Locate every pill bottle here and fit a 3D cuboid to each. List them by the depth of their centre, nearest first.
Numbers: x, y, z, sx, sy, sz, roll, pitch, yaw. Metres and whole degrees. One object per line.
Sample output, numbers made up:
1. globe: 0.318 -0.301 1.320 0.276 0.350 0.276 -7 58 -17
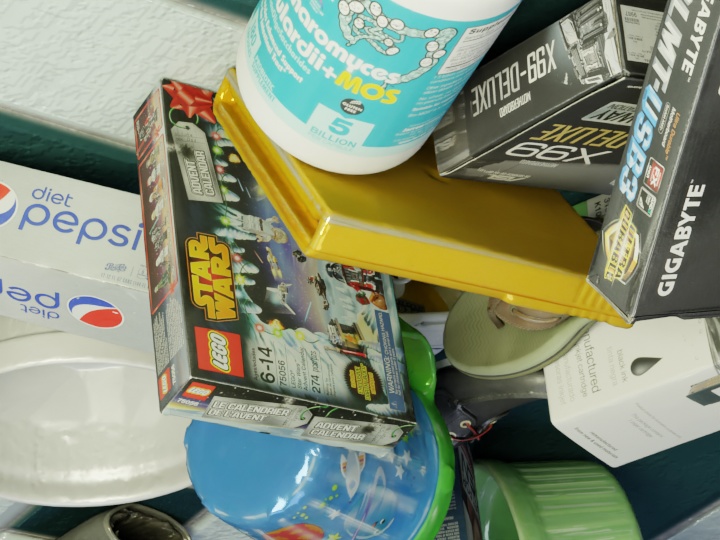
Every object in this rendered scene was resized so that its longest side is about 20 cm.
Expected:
1. pill bottle: 0.019 -0.142 1.033 0.110 0.111 0.200 7 146 -20

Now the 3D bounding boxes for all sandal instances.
1. sandal: 0.117 0.001 1.251 0.057 0.080 0.201 21 145 -36

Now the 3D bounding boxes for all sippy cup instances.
1. sippy cup: -0.032 0.111 1.268 0.139 0.178 0.130 -6 162 29

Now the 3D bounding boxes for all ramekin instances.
1. ramekin: -0.173 0.059 1.341 0.199 0.105 0.200 -3 149 -2
2. ramekin: 0.142 0.235 1.598 0.097 0.200 0.200 -5 150 -15

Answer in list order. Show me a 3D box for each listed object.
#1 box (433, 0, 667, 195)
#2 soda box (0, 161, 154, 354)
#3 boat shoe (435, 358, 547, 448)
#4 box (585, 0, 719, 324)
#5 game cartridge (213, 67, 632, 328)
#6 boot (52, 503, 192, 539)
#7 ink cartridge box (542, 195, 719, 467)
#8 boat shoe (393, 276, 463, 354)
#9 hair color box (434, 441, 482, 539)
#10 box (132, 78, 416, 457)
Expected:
1. box: 0.162 -0.087 1.145 0.200 0.050 0.158 4 161 -34
2. soda box: -0.176 -0.011 1.213 0.199 0.064 0.068 14 147 2
3. boat shoe: 0.066 0.085 1.403 0.074 0.063 0.201 7 167 -43
4. box: 0.226 -0.074 1.066 0.198 0.050 0.200 -4 122 -31
5. game cartridge: 0.035 -0.038 1.155 0.200 0.176 0.032 15 113 -29
6. boot: -0.255 0.234 1.650 0.200 0.073 0.182 -22 160 37
7. ink cartridge box: 0.210 0.012 1.281 0.200 0.146 0.084 -24 144 27
8. boat shoe: 0.001 0.004 1.307 0.202 0.075 0.086 17 143 -37
9. hair color box: 0.054 0.199 1.512 0.060 0.200 0.100 -10 149 8
10. box: -0.048 -0.003 1.164 0.137 0.200 0.040 13 139 -28
